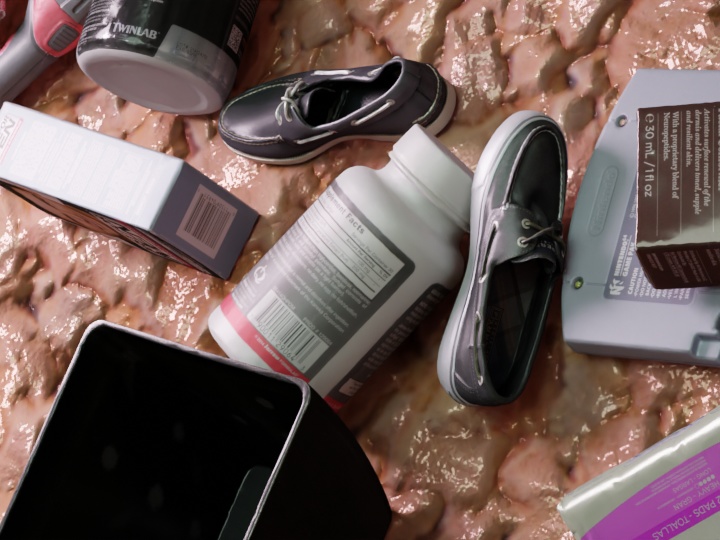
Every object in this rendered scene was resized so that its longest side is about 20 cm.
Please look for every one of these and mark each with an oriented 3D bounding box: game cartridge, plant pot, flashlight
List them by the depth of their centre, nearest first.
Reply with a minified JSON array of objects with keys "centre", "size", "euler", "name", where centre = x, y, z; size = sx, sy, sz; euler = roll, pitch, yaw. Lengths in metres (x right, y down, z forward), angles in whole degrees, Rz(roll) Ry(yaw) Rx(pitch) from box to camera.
[{"centre":[0.203,-0.036,1.650],"size":[0.133,0.041,0.201],"euler":[7,71,33],"name":"game cartridge"},{"centre":[-0.096,0.174,1.657],"size":[0.199,0.177,0.201],"euler":[14,75,39],"name":"plant pot"},{"centre":[-0.283,-0.172,2.036],"size":[0.200,0.068,0.068],"euler":[-40,88,17],"name":"flashlight"}]

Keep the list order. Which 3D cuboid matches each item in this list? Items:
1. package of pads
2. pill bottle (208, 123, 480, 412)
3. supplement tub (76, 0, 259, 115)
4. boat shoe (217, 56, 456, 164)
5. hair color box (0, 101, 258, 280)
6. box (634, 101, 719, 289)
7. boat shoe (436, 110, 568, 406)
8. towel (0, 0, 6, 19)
[{"centre":[0.226,0.180,1.436],"size":[0.154,0.068,0.200],"euler":[-35,81,35],"name":"package of pads"},{"centre":[0.000,0.000,1.721],"size":[0.200,0.111,0.111],"euler":[-47,50,6],"name":"pill bottle"},{"centre":[-0.132,-0.229,1.920],"size":[0.122,0.122,0.201],"euler":[5,70,36],"name":"supplement tub"},{"centre":[-0.029,-0.125,1.835],"size":[0.199,0.063,0.073],"euler":[-4,65,33],"name":"boat shoe"},{"centre":[-0.184,-0.060,1.885],"size":[0.200,0.099,0.061],"euler":[20,80,39],"name":"hair color box"},{"centre":[0.271,-0.050,1.555],"size":[0.199,0.075,0.100],"euler":[-4,67,16],"name":"box"},{"centre":[0.104,-0.006,1.659],"size":[0.066,0.070,0.201],"euler":[12,83,59],"name":"boat shoe"},{"centre":[-0.338,-0.249,2.092],"size":[0.146,0.030,0.200],"euler":[-28,40,30],"name":"towel"}]
